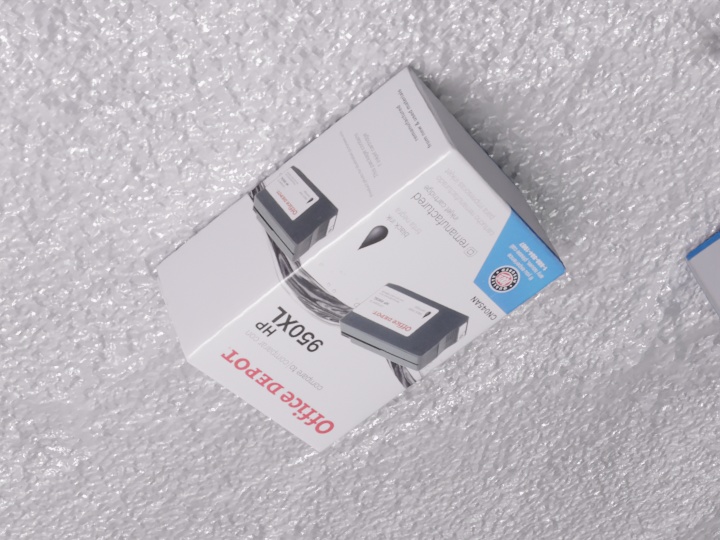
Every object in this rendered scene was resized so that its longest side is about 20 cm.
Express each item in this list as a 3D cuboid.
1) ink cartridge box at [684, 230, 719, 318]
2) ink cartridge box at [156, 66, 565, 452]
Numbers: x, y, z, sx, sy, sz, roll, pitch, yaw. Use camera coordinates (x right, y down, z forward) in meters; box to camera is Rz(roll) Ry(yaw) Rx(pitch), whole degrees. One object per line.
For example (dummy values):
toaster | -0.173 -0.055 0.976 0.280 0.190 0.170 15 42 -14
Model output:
ink cartridge box | 0.355 0.043 1.075 0.147 0.145 0.200 -37 136 12
ink cartridge box | 0.000 0.000 0.913 0.199 0.085 0.144 -37 135 13
